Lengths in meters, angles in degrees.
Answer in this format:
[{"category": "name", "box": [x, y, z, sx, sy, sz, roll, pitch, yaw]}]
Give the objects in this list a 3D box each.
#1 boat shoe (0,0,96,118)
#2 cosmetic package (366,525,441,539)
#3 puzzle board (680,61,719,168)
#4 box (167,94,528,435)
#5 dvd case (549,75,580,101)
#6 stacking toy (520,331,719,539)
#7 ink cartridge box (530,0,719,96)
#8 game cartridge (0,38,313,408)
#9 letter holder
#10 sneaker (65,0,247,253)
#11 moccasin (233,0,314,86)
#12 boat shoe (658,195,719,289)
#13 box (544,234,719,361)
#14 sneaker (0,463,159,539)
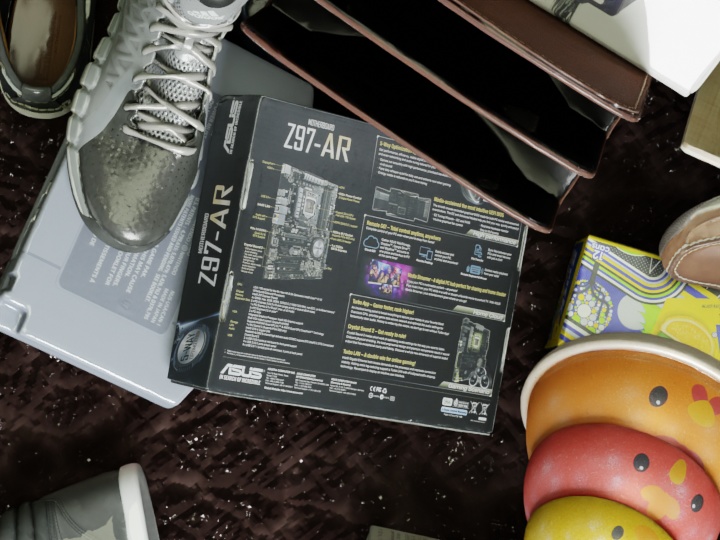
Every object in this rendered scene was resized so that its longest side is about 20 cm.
[{"category": "boat shoe", "box": [-0.184, -0.191, 1.191, 0.072, 0.068, 0.200, -1, 87, 1]}, {"category": "cosmetic package", "box": [0.090, 0.221, 1.167, 0.200, 0.071, 0.105, 11, 101, 0]}, {"category": "puzzle board", "box": [0.264, -0.094, 1.153, 0.150, 0.200, 0.017, 23, 132, 1]}, {"category": "box", "box": [0.000, 0.000, 1.143, 0.200, 0.043, 0.161, 11, 88, -36]}, {"category": "dvd case", "box": [0.084, -0.204, 1.184, 0.200, 0.022, 0.146, 40, 60, 1]}, {"category": "stacking toy", "box": [0.136, 0.146, 1.105, 0.146, 0.146, 0.200, 23, 50, 0]}, {"category": "ink cartridge box", "box": [0.118, -0.202, 1.098, 0.200, 0.145, 0.084, 30, 122, -10]}, {"category": "game cartridge", "box": [-0.107, -0.034, 1.134, 0.133, 0.040, 0.200, 26, 77, -13]}, {"category": "letter holder", "box": [0.042, -0.111, 1.075, 0.200, 0.142, 0.101, 34, 110, -1]}, {"category": "sneaker", "box": [-0.098, -0.112, 1.064, 0.075, 0.115, 0.200, 13, 80, -19]}, {"category": "moccasin", "box": [0.018, -0.116, 1.186, 0.200, 0.068, 0.081, 12, 95, 1]}, {"category": "boat shoe", "box": [0.264, 0.000, 1.128, 0.200, 0.076, 0.072, 2, 58, -7]}, {"category": "box", "box": [0.213, 0.041, 1.188, 0.200, 0.064, 0.070, 17, 88, -1]}, {"category": "sneaker", "box": [-0.158, 0.217, 1.179, 0.099, 0.071, 0.200, -10, 82, 1]}]
